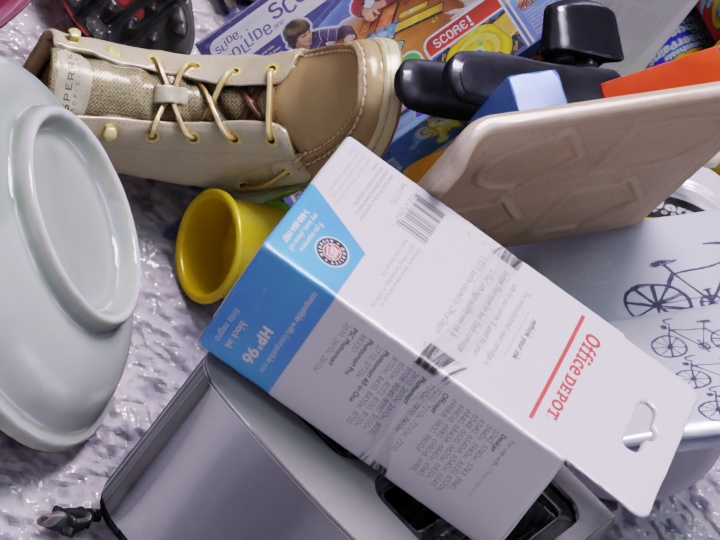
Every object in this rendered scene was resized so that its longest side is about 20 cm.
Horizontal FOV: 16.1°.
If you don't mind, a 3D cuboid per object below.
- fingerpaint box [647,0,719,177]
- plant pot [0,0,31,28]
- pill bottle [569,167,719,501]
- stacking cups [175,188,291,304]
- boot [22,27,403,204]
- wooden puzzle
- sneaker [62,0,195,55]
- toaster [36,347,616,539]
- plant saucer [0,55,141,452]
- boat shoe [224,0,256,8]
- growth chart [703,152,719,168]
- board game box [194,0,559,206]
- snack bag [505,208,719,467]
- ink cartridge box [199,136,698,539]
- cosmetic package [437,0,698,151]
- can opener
[{"bbox_3d":[0.203,-0.116,1.539,0.073,0.200,0.167,8,44,-33],"label":"fingerpaint box"},{"bbox_3d":[-0.257,-0.229,1.301,0.199,0.201,0.179,15,25,-27],"label":"plant pot"},{"bbox_3d":[0.158,0.026,1.413,0.114,0.114,0.200,31,35,-7],"label":"pill bottle"},{"bbox_3d":[0.000,0.000,1.358,0.199,0.061,0.061,9,43,-35],"label":"stacking cups"},{"bbox_3d":[-0.082,-0.085,1.284,0.155,0.200,0.073,12,78,-29],"label":"boot"},{"bbox_3d":[0.097,-0.057,1.250,0.199,0.185,0.046,-15,76,-24],"label":"wooden puzzle"},{"bbox_3d":[-0.153,-0.198,1.436,0.201,0.071,0.098,57,6,0],"label":"sneaker"},{"bbox_3d":[-0.006,0.111,1.170,0.181,0.119,0.200,45,36,13],"label":"toaster"},{"bbox_3d":[-0.147,-0.019,1.168,0.200,0.050,0.201,-18,90,-73],"label":"plant saucer"},{"bbox_3d":[-0.064,-0.191,1.520,0.200,0.072,0.076,33,51,-3],"label":"boat shoe"},{"bbox_3d":[0.101,-0.052,1.415,0.199,0.018,0.145,-11,12,-13],"label":"growth chart"},{"bbox_3d":[0.020,-0.130,1.411,0.136,0.200,0.034,61,9,31],"label":"board game box"},{"bbox_3d":[0.160,0.024,1.296,0.188,0.021,0.200,-7,35,-14],"label":"snack bag"},{"bbox_3d":[0.042,0.043,1.126,0.200,0.068,0.116,36,34,0],"label":"ink cartridge box"},{"bbox_3d":[0.114,-0.123,1.470,0.082,0.200,0.051,5,46,-37],"label":"cosmetic package"},{"bbox_3d":[0.075,-0.094,1.285,0.200,0.063,0.079,-10,84,-56],"label":"can opener"}]
